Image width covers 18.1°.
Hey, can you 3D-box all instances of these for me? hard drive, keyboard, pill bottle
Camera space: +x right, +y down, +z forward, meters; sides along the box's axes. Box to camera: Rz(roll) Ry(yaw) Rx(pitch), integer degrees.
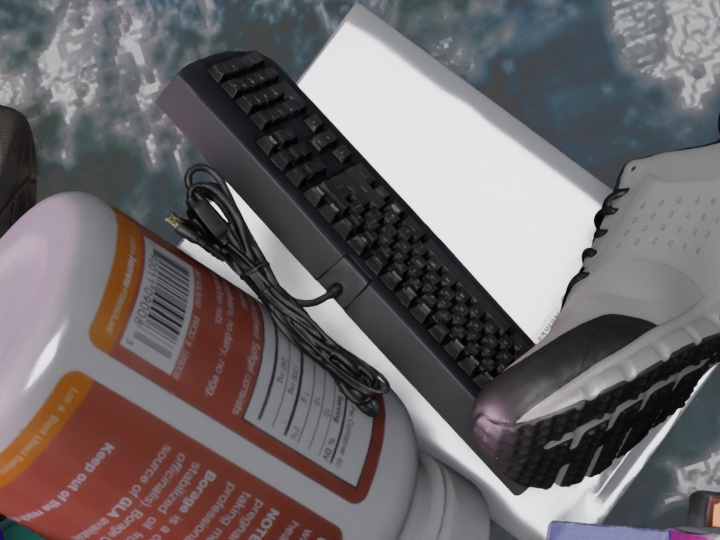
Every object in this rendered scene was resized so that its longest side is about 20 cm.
[{"bbox_3d":[0.040,0.006,0.896,0.200,0.027,0.132,37,90,6],"label":"hard drive"},{"bbox_3d":[0.000,0.000,0.829,0.200,0.127,0.021,47,123,5],"label":"keyboard"},{"bbox_3d":[-0.053,0.067,0.818,0.200,0.112,0.113,34,89,-25],"label":"pill bottle"}]

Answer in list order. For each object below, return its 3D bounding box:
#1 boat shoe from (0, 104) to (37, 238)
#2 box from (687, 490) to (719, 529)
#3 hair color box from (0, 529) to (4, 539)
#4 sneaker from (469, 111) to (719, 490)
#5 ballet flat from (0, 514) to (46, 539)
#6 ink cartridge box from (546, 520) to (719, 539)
[{"bbox_3d":[-0.187,0.025,0.890,0.073,0.074,0.201,19,86,6],"label":"boat shoe"},{"bbox_3d":[0.176,0.188,0.834,0.124,0.097,0.201,6,86,5],"label":"box"},{"bbox_3d":[-0.205,0.169,0.831,0.200,0.065,0.110,-38,63,31],"label":"hair color box"},{"bbox_3d":[0.103,0.008,0.829,0.200,0.074,0.080,-32,70,-36],"label":"sneaker"},{"bbox_3d":[-0.121,0.091,0.883,0.070,0.065,0.201,29,78,-23],"label":"ballet flat"},{"bbox_3d":[0.157,0.189,0.767,0.199,0.043,0.198,3,87,3],"label":"ink cartridge box"}]
